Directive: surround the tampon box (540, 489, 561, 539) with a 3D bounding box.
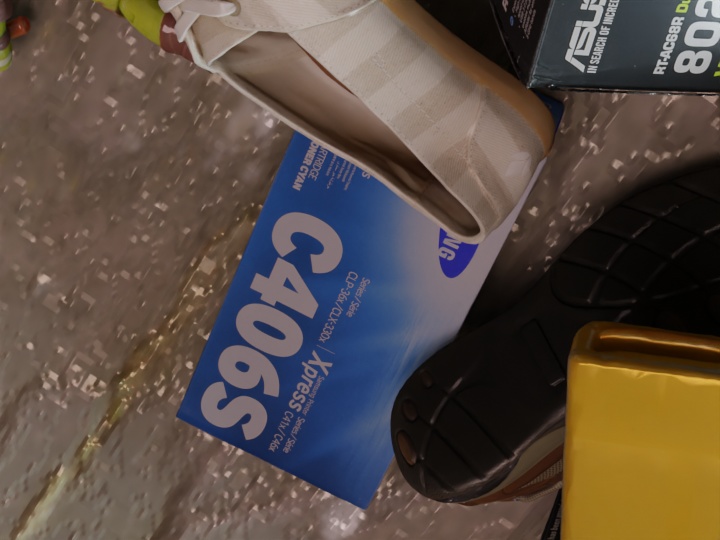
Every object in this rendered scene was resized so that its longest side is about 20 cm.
[{"bbox_3d":[0.165,0.189,0.846,0.199,0.126,0.151,10,122,13],"label":"tampon box"}]

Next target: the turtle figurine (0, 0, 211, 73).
[{"bbox_3d":[-0.121,-0.142,0.773,0.160,0.064,0.201,18,125,7],"label":"turtle figurine"}]

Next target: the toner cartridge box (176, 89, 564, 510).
[{"bbox_3d":[0.000,0.000,0.835,0.095,0.043,0.201,25,126,0],"label":"toner cartridge box"}]

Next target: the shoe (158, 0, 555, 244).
[{"bbox_3d":[-0.019,-0.081,0.707,0.200,0.054,0.070,34,159,-14],"label":"shoe"}]

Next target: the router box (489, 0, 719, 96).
[{"bbox_3d":[0.135,-0.147,0.626,0.149,0.062,0.201,0,133,-14],"label":"router box"}]

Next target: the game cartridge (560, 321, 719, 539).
[{"bbox_3d":[0.157,0.120,0.721,0.175,0.032,0.201,8,121,14],"label":"game cartridge"}]

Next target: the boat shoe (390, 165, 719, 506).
[{"bbox_3d":[0.105,0.029,0.806,0.199,0.076,0.074,-32,148,19],"label":"boat shoe"}]
